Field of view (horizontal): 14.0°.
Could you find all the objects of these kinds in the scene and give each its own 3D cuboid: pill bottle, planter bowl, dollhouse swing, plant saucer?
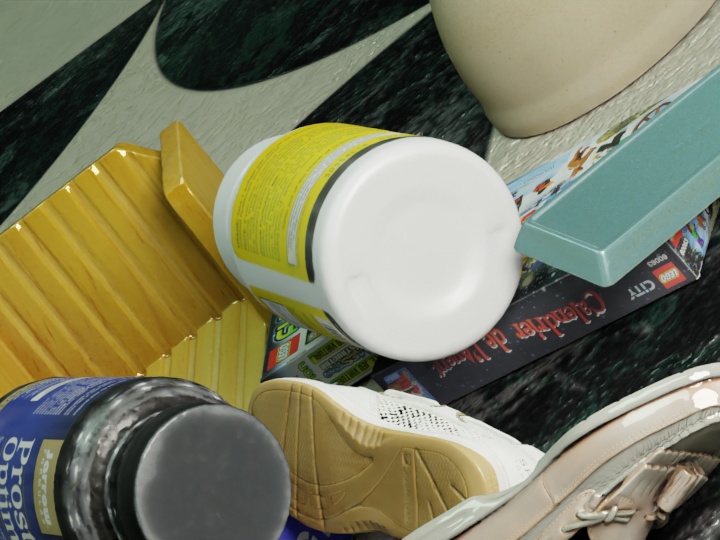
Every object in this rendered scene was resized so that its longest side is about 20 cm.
[{"bbox_3d":[-0.117,0.109,1.481,0.112,0.112,0.200,-51,20,-21],"label":"pill bottle"},{"bbox_3d":[-0.003,-0.020,1.556,0.114,0.114,0.200,-47,20,-11],"label":"pill bottle"},{"bbox_3d":[0.117,-0.199,1.784,0.200,0.135,0.200,-37,20,15],"label":"planter bowl"},{"bbox_3d":[-0.153,0.051,1.768,0.200,0.182,0.176,-35,10,20],"label":"dollhouse swing"},{"bbox_3d":[0.166,-0.062,1.477,0.200,0.019,0.070,-39,38,-25],"label":"plant saucer"}]

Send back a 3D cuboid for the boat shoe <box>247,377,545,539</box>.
[{"bbox_3d":[0.020,0.095,1.443,0.069,0.071,0.200,-7,15,-38],"label":"boat shoe"}]

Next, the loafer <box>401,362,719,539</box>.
[{"bbox_3d":[0.099,0.112,1.293,0.200,0.072,0.063,-34,60,28],"label":"loafer"}]

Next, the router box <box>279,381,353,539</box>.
[{"bbox_3d":[-0.088,0.169,1.543,0.179,0.049,0.200,-28,24,37],"label":"router box"}]

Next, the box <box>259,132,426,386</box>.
[{"bbox_3d":[0.000,0.000,1.739,0.110,0.035,0.200,-34,21,20],"label":"box"}]

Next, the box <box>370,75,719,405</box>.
[{"bbox_3d":[0.105,-0.011,1.558,0.200,0.038,0.137,-29,24,36],"label":"box"}]
